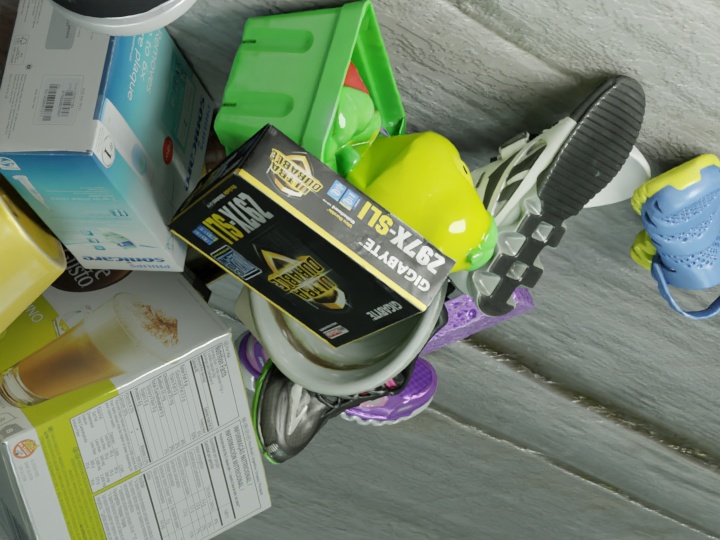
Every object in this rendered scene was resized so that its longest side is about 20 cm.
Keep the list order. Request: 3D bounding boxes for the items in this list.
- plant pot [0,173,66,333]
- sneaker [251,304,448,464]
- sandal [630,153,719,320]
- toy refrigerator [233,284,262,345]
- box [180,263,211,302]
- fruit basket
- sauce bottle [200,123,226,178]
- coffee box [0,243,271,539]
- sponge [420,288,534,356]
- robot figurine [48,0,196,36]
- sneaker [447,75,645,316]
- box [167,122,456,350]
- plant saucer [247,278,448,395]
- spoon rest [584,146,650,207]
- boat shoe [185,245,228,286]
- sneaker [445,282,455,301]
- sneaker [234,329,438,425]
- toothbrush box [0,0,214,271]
[{"bbox_3d":[-0.326,-0.004,1.606,0.189,0.201,0.201,-33,148,4],"label":"plant pot"},{"bbox_3d":[-0.009,0.076,1.789,0.084,0.200,0.077,20,151,55],"label":"sneaker"},{"bbox_3d":[0.259,-0.024,1.723,0.079,0.087,0.200,-25,158,-1],"label":"sandal"},{"bbox_3d":[-0.048,0.014,1.903,0.076,0.070,0.200,49,160,7],"label":"toy refrigerator"},{"bbox_3d":[-0.229,-0.019,1.864,0.110,0.035,0.200,-22,123,32],"label":"box"},{"bbox_3d":[0.012,-0.081,1.593,0.216,0.156,0.216,14,159,5],"label":"fruit basket"},{"bbox_3d":[-0.197,-0.074,1.754,0.200,0.066,0.066,-7,156,4],"label":"sauce bottle"},{"bbox_3d":[-0.212,0.107,1.765,0.198,0.200,0.200,-27,133,-18],"label":"coffee box"},{"bbox_3d":[0.050,0.057,1.922,0.200,0.030,0.112,-24,173,8],"label":"sponge"},{"bbox_3d":[-0.155,-0.228,1.352,0.125,0.150,0.200,-34,156,-9],"label":"robot figurine"},{"bbox_3d":[0.123,-0.071,1.619,0.074,0.200,0.089,30,-170,-49],"label":"sneaker"},{"bbox_3d":[-0.039,-0.019,1.557,0.160,0.049,0.200,38,161,-9],"label":"box"},{"bbox_3d":[0.000,0.000,1.744,0.200,0.200,0.050,-11,167,38],"label":"plant saucer"},{"bbox_3d":[0.126,-0.069,1.711,0.200,0.061,0.099,-4,154,29],"label":"spoon rest"},{"bbox_3d":[-0.130,-0.014,1.902,0.201,0.063,0.073,-21,144,35],"label":"boat shoe"},{"bbox_3d":[0.036,0.020,1.932,0.088,0.076,0.200,3,163,-11],"label":"sneaker"},{"bbox_3d":[-0.020,0.088,2.112,0.200,0.081,0.088,13,149,-9],"label":"sneaker"},{"bbox_3d":[-0.185,-0.104,1.619,0.085,0.146,0.200,2,156,16],"label":"toothbrush box"}]
